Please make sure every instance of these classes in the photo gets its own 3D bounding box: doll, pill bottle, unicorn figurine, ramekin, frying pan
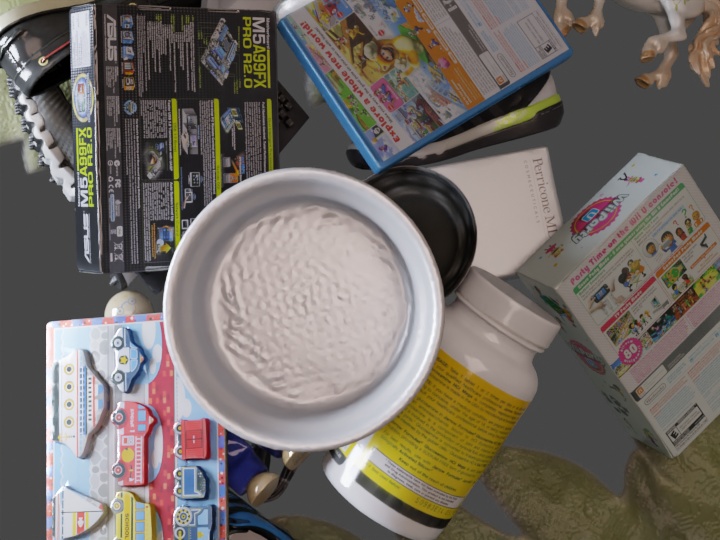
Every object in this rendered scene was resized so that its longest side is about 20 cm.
[{"bbox_3d":[-0.126,0.089,1.292,0.200,0.048,0.136,42,82,14],"label":"doll"},{"bbox_3d":[0.067,0.102,1.277,0.112,0.112,0.200,33,98,-4],"label":"pill bottle"},{"bbox_3d":[0.226,-0.246,1.383,0.200,0.074,0.138,35,71,-18],"label":"unicorn figurine"},{"bbox_3d":[-0.039,0.027,1.195,0.199,0.098,0.202,0,91,1],"label":"ramekin"},{"bbox_3d":[0.014,0.008,1.262,0.115,0.031,0.190,34,90,17],"label":"frying pan"}]

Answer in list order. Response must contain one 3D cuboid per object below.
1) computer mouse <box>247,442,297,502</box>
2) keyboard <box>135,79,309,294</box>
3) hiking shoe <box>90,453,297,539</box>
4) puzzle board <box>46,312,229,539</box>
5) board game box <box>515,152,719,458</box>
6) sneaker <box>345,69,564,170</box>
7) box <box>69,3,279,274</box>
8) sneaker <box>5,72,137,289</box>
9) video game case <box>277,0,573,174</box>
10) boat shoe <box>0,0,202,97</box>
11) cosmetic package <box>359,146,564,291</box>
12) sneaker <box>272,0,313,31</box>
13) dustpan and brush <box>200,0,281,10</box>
[{"bbox_3d":[-0.071,0.087,1.322,0.058,0.034,0.201,2,85,-9],"label":"computer mouse"},{"bbox_3d":[-0.108,-0.060,1.309,0.200,0.021,0.127,-51,119,-21],"label":"keyboard"},{"bbox_3d":[-0.120,0.194,1.278,0.199,0.087,0.075,29,82,-5],"label":"hiking shoe"},{"bbox_3d":[-0.175,0.133,1.258,0.150,0.017,0.201,-5,79,15],"label":"puzzle board"},{"bbox_3d":[0.240,0.029,1.320,0.147,0.064,0.200,-43,117,-11],"label":"board game box"},{"bbox_3d":[0.074,-0.137,1.345,0.199,0.072,0.083,-17,97,-20],"label":"sneaker"},{"bbox_3d":[-0.139,-0.100,1.248,0.160,0.044,0.201,-5,95,-35],"label":"box"},{"bbox_3d":[-0.207,-0.091,1.305,0.090,0.066,0.201,-31,93,-13],"label":"sneaker"},{"bbox_3d":[0.054,-0.183,1.296,0.200,0.018,0.143,-32,85,-20],"label":"video game case"},{"bbox_3d":[-0.197,-0.190,1.284,0.201,0.074,0.063,-28,79,-38],"label":"boat shoe"},{"bbox_3d":[0.061,-0.032,1.333,0.199,0.071,0.102,-12,86,-10],"label":"cosmetic package"},{"bbox_3d":[0.027,-0.208,1.345,0.199,0.070,0.081,-8,89,-9],"label":"sneaker"},{"bbox_3d":[-0.038,-0.277,1.333,0.057,0.140,0.200,36,49,20],"label":"dustpan and brush"}]
